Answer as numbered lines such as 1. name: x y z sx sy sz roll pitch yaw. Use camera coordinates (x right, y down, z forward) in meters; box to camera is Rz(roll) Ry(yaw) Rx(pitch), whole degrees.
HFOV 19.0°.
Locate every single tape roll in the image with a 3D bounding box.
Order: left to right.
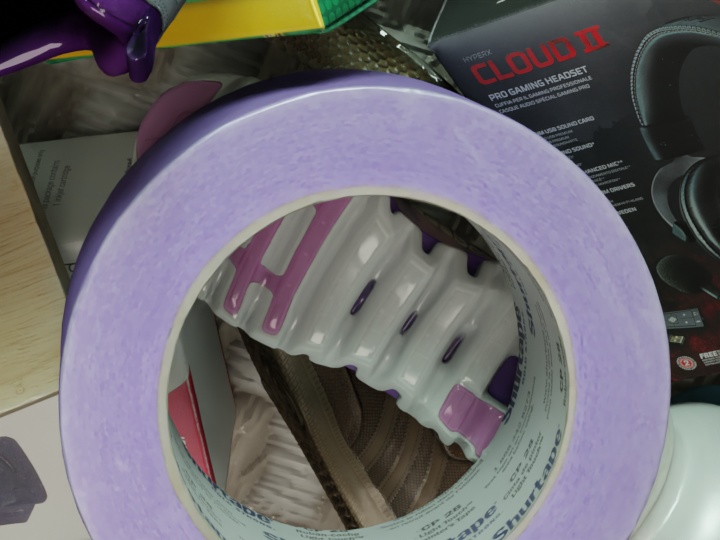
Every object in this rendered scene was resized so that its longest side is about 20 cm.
1. tape roll: -0.002 0.035 0.723 0.199 0.085 0.201 -1 98 -7

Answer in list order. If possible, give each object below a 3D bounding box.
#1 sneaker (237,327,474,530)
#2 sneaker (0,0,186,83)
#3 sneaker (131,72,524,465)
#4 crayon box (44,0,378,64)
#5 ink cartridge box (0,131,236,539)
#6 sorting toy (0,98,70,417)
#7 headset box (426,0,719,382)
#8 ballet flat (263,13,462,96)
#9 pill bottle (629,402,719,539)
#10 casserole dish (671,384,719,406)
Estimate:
1. sneaker: 0.011 0.059 0.895 0.075 0.070 0.201 -31 119 -10
2. sneaker: -0.138 -0.098 0.645 0.199 0.088 0.075 3 140 24
3. sneaker: 0.000 0.000 0.808 0.200 0.088 0.081 35 94 -9
4. crayon box: -0.071 -0.171 0.678 0.118 0.058 0.201 -2 115 34
5. ink cartridge box: -0.161 0.033 0.856 0.199 0.085 0.145 -6 123 6
6. sorting toy: -0.222 -0.018 0.755 0.199 0.070 0.200 -22 88 5
7. headset box: 0.132 -0.065 0.763 0.148 0.077 0.200 -15 127 36
8. ballet flat: -0.008 -0.072 0.788 0.200 0.067 0.046 42 86 -20
9. pill bottle: 0.144 0.122 0.851 0.200 0.113 0.112 37 118 -22
10. casserole dish: 0.176 0.119 0.937 0.200 0.039 0.121 33 119 -19
